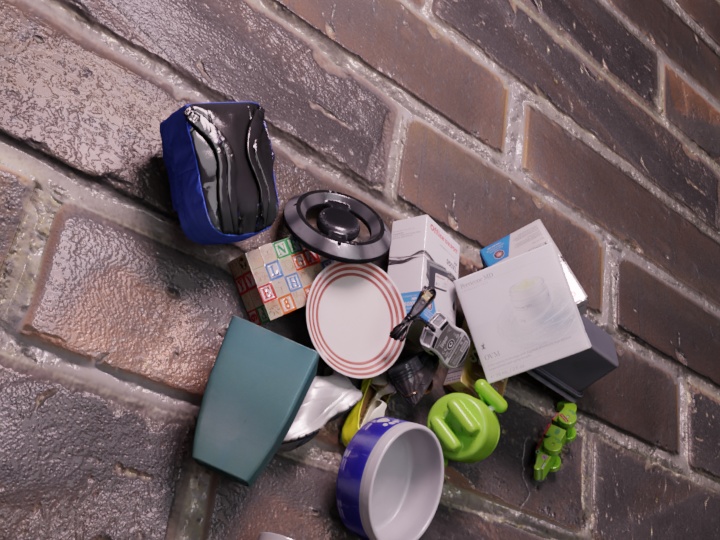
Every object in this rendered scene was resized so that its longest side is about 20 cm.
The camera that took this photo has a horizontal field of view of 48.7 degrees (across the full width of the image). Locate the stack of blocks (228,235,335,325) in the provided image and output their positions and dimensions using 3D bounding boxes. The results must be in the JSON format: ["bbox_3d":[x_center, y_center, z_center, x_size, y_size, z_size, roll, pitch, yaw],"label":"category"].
[{"bbox_3d":[-0.113,0.005,1.349,0.198,0.058,0.118,-22,89,-42],"label":"stack of blocks"}]

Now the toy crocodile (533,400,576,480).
[{"bbox_3d":[0.405,0.352,1.662,0.201,0.061,0.068,-49,142,-33],"label":"toy crocodile"}]

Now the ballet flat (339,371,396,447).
[{"bbox_3d":[0.028,0.223,1.387,0.067,0.067,0.202,41,53,-20],"label":"ballet flat"}]

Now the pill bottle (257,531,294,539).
[{"bbox_3d":[-0.137,0.490,1.135,0.109,0.109,0.203,35,56,-24],"label":"pill bottle"}]

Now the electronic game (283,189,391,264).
[{"bbox_3d":[-0.039,-0.078,1.382,0.195,0.042,0.202,14,34,-10],"label":"electronic game"}]

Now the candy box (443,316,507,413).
[{"bbox_3d":[0.247,0.171,1.592,0.115,0.055,0.203,38,54,-22],"label":"candy box"}]

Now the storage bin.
[{"bbox_3d":[0.445,0.162,1.691,0.198,0.134,0.148,33,39,-27],"label":"storage bin"}]

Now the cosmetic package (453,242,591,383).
[{"bbox_3d":[0.303,0.081,1.485,0.204,0.196,0.123,71,15,10],"label":"cosmetic package"}]

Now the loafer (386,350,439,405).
[{"bbox_3d":[0.102,0.189,1.427,0.199,0.072,0.074,-14,81,-66],"label":"loafer"}]

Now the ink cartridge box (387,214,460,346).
[{"bbox_3d":[0.118,0.020,1.494,0.144,0.083,0.205,36,53,-49],"label":"ink cartridge box"}]

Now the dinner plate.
[{"bbox_3d":[-0.008,0.081,1.348,0.196,0.024,0.205,8,74,-28],"label":"dinner plate"}]

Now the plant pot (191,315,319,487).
[{"bbox_3d":[-0.164,0.202,1.171,0.139,0.142,0.203,22,70,2],"label":"plant pot"}]

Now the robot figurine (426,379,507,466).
[{"bbox_3d":[0.188,0.286,1.439,0.116,0.176,0.200,47,6,25],"label":"robot figurine"}]

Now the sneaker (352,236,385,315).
[{"bbox_3d":[0.000,0.000,1.432,0.073,0.079,0.205,-14,83,-39],"label":"sneaker"}]

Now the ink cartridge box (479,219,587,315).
[{"bbox_3d":[0.351,0.022,1.620,0.085,0.144,0.203,61,4,-62],"label":"ink cartridge box"}]

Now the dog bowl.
[{"bbox_3d":[0.052,0.349,1.315,0.198,0.078,0.206,-7,100,-47],"label":"dog bowl"}]

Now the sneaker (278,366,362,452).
[{"bbox_3d":[-0.085,0.226,1.304,0.199,0.074,0.088,-30,81,-46],"label":"sneaker"}]

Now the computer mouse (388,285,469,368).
[{"bbox_3d":[0.127,0.110,1.392,0.111,0.043,0.200,-57,137,-10],"label":"computer mouse"}]

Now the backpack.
[{"bbox_3d":[-0.217,-0.142,1.241,0.160,0.166,0.205,-14,88,-38],"label":"backpack"}]
